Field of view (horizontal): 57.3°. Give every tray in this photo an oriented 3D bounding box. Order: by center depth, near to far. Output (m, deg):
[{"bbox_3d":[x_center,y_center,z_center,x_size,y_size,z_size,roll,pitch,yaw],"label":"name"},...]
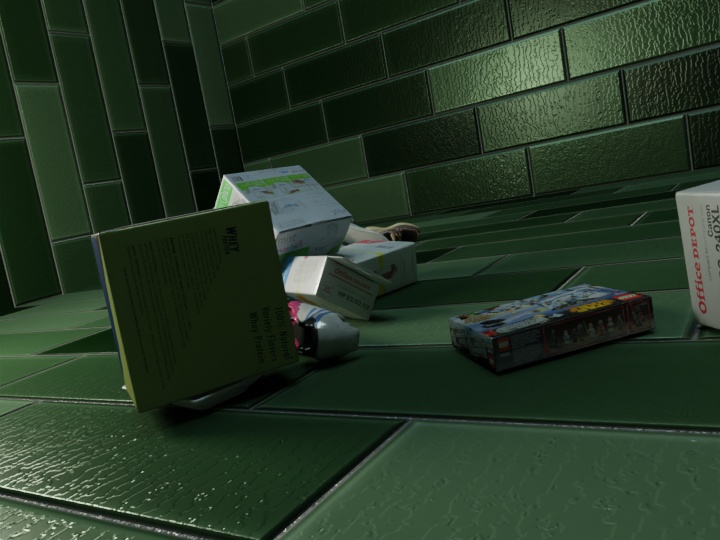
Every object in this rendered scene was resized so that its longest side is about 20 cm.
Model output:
[{"bbox_3d":[-0.217,0.149,0.849,0.106,0.023,0.197,-18,10,-43],"label":"tray"}]

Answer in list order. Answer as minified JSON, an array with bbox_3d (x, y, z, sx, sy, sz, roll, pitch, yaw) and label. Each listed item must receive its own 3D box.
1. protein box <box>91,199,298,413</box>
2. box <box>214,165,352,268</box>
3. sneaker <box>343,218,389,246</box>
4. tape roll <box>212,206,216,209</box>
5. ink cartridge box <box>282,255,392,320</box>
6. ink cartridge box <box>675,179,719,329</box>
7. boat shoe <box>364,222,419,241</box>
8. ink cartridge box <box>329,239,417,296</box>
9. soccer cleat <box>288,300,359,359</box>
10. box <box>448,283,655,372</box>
[{"bbox_3d":[-0.203,0.034,0.808,0.195,0.205,0.134,-14,8,-25],"label":"protein box"},{"bbox_3d":[-0.143,-0.104,1.239,0.176,0.098,0.197,43,36,24],"label":"box"},{"bbox_3d":[0.019,-0.072,1.662,0.197,0.075,0.118,29,8,9],"label":"sneaker"},{"bbox_3d":[-0.236,-0.031,1.385,0.197,0.142,0.205,16,34,-11],"label":"tape roll"},{"bbox_3d":[-0.048,0.029,1.102,0.113,0.070,0.198,26,-13,-29],"label":"ink cartridge box"},{"bbox_3d":[0.398,-0.011,0.614,0.081,0.150,0.200,-14,8,-9],"label":"ink cartridge box"},{"bbox_3d":[0.100,-0.102,2.094,0.193,0.074,0.073,-2,36,-13],"label":"boat shoe"},{"bbox_3d":[0.000,0.000,1.326,0.143,0.086,0.197,7,17,43],"label":"ink cartridge box"},{"bbox_3d":[-0.059,0.088,0.938,0.084,0.072,0.199,4,5,-19],"label":"soccer cleat"},{"bbox_3d":[0.216,0.062,0.768,0.194,0.041,0.137,-13,7,-11],"label":"box"}]
